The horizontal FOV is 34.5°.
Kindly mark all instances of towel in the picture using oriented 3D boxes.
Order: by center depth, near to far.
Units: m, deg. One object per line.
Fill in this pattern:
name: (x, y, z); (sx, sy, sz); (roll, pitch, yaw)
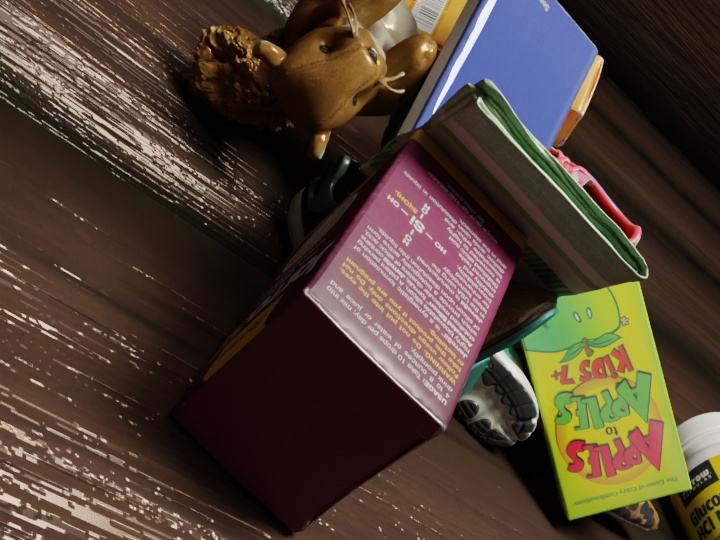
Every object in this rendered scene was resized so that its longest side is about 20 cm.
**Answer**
towel: (0.084, -0.040, 0.754); (0.153, 0.023, 0.200); (47, -19, -8)

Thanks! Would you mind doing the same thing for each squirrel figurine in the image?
squirrel figurine: (-0.036, -0.152, 0.905); (0.142, 0.198, 0.187); (63, 28, -22)

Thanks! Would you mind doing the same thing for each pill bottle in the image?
pill bottle: (0.371, 0.240, 1.129); (0.112, 0.112, 0.201); (33, 26, -35)

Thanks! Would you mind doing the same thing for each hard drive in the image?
hard drive: (0.104, -0.126, 0.906); (0.132, 0.201, 0.025); (37, -15, -37)

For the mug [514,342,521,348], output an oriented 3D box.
mug: (0.187, -0.004, 1.100); (0.185, 0.113, 0.154); (31, 55, -52)

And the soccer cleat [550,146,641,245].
soccer cleat: (0.153, -0.081, 0.978); (0.200, 0.073, 0.068); (45, 65, -4)

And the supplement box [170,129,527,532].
supplement box: (0.000, 0.029, 0.671); (0.103, 0.131, 0.200); (44, 35, -8)

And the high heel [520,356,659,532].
high heel: (0.225, 0.122, 0.989); (0.200, 0.142, 0.071); (45, 10, -10)

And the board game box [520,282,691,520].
board game box: (0.187, 0.085, 0.927); (0.048, 0.100, 0.202); (-19, 94, -87)

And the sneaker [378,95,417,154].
sneaker: (0.052, -0.057, 1.048); (0.201, 0.083, 0.122); (70, 37, -54)

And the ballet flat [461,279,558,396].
ballet flat: (0.071, 0.042, 0.804); (0.070, 0.200, 0.071); (5, 67, -13)

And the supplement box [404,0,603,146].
supplement box: (0.105, -0.186, 1.005); (0.199, 0.069, 0.067); (28, -21, 1)

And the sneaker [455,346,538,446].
sneaker: (0.076, 0.047, 0.926); (0.201, 0.077, 0.080); (60, 18, -10)

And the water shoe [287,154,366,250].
water shoe: (0.000, 0.000, 0.828); (0.071, 0.079, 0.201); (13, 42, -40)
